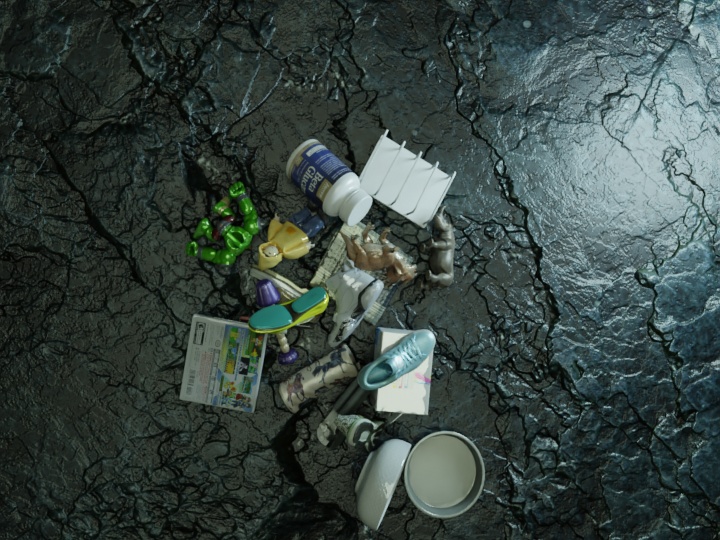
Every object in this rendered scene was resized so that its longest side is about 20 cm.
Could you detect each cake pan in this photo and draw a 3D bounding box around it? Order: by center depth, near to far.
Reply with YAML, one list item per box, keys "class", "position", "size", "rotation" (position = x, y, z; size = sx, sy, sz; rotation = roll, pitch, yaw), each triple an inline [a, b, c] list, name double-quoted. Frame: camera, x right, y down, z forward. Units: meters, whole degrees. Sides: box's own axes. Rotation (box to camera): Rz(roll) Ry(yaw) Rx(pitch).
- class: "cake pan"
  position: [0.198, 0.484, 1.619]
  size: [0.194, 0.037, 0.207]
  rotation: [0, 89, -5]

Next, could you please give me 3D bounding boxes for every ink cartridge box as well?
- class: "ink cartridge box"
  position: [0.093, 0.244, 1.568]
  size: [0.121, 0.129, 0.206]
  rotation: [5, 90, -5]

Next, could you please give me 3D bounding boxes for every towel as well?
- class: "towel"
  position: [0.000, 0.000, 1.617]
  size: [0.197, 0.035, 0.195]
  rotation: [31, 90, -6]

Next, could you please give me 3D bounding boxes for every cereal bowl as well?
- class: "cereal bowl"
  position: [0.042, 0.473, 1.534]
  size: [0.082, 0.200, 0.204]
  rotation: [23, 87, 12]

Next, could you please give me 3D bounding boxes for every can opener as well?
- class: "can opener"
  position: [-0.034, 0.327, 1.582]
  size: [0.066, 0.053, 0.202]
  rotation: [21, 109, -41]

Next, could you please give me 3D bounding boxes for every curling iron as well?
- class: "curling iron"
  position: [-0.207, 0.131, 1.596]
  size: [0.194, 0.026, 0.051]
  rotation: [-1, 98, -6]

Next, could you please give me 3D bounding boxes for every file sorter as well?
- class: "file sorter"
  position: [0.107, -0.214, 1.578]
  size: [0.197, 0.125, 0.141]
  rotation: [30, 88, -4]

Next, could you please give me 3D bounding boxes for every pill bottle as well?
- class: "pill bottle"
  position: [-0.069, -0.196, 1.539]
  size: [0.199, 0.111, 0.111]
  rotation: [42, 86, 19]

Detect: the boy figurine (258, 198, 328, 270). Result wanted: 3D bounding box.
- class: "boy figurine"
  position: [-0.167, -0.081, 1.556]
  size: [0.124, 0.065, 0.199]
  rotation: [43, 66, 16]

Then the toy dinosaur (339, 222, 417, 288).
- class: "toy dinosaur"
  position: [0.033, -0.025, 1.566]
  size: [0.195, 0.086, 0.138]
  rotation: [14, 127, 11]

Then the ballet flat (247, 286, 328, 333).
- class: "ballet flat"
  position: [-0.156, 0.103, 1.499]
  size: [0.197, 0.068, 0.067]
  rotation: [-25, 55, -24]

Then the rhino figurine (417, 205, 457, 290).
- class: "rhino figurine"
  position: [0.190, -0.052, 1.611]
  size: [0.085, 0.059, 0.206]
  rotation: [7, 88, -30]

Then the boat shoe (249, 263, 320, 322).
- class: "boat shoe"
  position: [-0.176, 0.052, 1.575]
  size: [0.196, 0.075, 0.070]
  rotation: [28, 92, 2]

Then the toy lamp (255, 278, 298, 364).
- class: "toy lamp"
  position: [-0.192, 0.116, 1.545]
  size: [0.057, 0.058, 0.204]
  rotation: [-20, 113, -5]

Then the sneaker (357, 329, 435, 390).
- class: "sneaker"
  position: [0.084, 0.200, 1.462]
  size: [0.198, 0.082, 0.075]
  rotation: [-36, 93, -4]

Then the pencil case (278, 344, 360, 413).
- class: "pencil case"
  position: [-0.093, 0.252, 1.578]
  size: [0.197, 0.090, 0.079]
  rotation: [-29, 57, -5]

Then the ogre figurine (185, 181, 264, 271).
- class: "ogre figurine"
  position: [-0.305, -0.089, 1.557]
  size: [0.119, 0.098, 0.200]
  rotation: [41, 75, 8]

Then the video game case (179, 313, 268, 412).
- class: "video game case"
  position: [-0.317, 0.216, 1.574]
  size: [0.177, 0.022, 0.206]
  rotation: [11, 96, -4]

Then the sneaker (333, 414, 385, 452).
- class: "sneaker"
  position: [-0.004, 0.355, 1.540]
  size: [0.087, 0.200, 0.078]
  rotation: [29, 81, 24]

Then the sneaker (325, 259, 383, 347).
- class: "sneaker"
  position: [-0.041, 0.074, 1.565]
  size: [0.114, 0.075, 0.202]
  rotation: [40, 111, 9]
